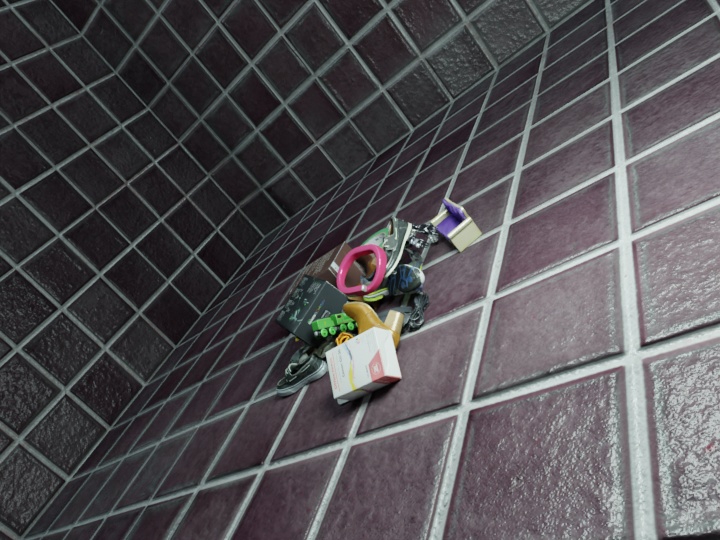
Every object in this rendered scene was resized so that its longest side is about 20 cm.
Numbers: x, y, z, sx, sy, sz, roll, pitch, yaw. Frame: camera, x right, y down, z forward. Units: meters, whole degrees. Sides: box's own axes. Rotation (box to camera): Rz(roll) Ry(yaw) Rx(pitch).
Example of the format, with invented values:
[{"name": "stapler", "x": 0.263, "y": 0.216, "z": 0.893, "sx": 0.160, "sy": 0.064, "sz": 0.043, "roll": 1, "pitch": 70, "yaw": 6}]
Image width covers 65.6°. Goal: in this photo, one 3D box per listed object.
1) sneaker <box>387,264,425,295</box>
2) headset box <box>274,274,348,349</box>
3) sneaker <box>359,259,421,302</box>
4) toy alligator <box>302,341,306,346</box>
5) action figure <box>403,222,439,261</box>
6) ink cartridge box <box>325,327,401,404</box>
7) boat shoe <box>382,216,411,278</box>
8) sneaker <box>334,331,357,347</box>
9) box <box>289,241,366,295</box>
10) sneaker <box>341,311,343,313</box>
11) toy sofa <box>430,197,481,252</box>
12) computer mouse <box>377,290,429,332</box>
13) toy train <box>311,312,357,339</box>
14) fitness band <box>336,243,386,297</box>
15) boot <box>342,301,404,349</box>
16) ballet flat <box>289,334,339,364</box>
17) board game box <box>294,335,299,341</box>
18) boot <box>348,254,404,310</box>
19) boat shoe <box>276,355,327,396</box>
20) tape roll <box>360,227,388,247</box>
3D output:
[{"name": "sneaker", "x": 0.134, "y": 0.024, "z": 1.494, "sx": 0.076, "sy": 0.077, "sz": 0.200, "roll": -4, "pitch": -5, "yaw": -15}, {"name": "headset box", "x": -0.143, "y": 0.116, "z": 1.626, "sx": 0.175, "sy": 0.092, "sz": 0.199, "roll": -58, "pitch": 24, "yaw": -10}, {"name": "sneaker", "x": 0.087, "y": 0.016, "z": 1.618, "sx": 0.198, "sy": 0.082, "sz": 0.074, "roll": -28, "pitch": 21, "yaw": -10}, {"name": "toy alligator", "x": -0.111, "y": 0.197, "z": 1.698, "sx": 0.199, "sy": 0.059, "sz": 0.054, "roll": -35, "pitch": 18, "yaw": 23}, {"name": "action figure", "x": 0.172, "y": -0.086, "z": 1.681, "sx": 0.120, "sy": 0.101, "sz": 0.200, "roll": -57, "pitch": 7, "yaw": -6}, {"name": "ink cartridge box", "x": -0.010, "y": 0.227, "z": 1.296, "sx": 0.199, "sy": 0.067, "sz": 0.118, "roll": -32, "pitch": 58, "yaw": 32}, {"name": "boat shoe", "x": 0.086, "y": -0.065, "z": 1.584, "sx": 0.072, "sy": 0.067, "sz": 0.202, "roll": -45, "pitch": 20, "yaw": 55}, {"name": "sneaker", "x": -0.034, "y": 0.197, "z": 1.500, "sx": 0.078, "sy": 0.077, "sz": 0.200, "roll": -47, "pitch": 15, "yaw": -10}, {"name": "box", "x": -0.092, "y": 0.048, "z": 1.837, "sx": 0.199, "sy": 0.166, "sz": 0.165, "roll": -30, "pitch": 20, "yaw": 33}, {"name": "sneaker", "x": -0.104, "y": 0.156, "z": 1.751, "sx": 0.199, "sy": 0.074, "sz": 0.080, "roll": -31, "pitch": 15, "yaw": 33}, {"name": "toy sofa", "x": 0.263, "y": -0.135, "z": 1.609, "sx": 0.083, "sy": 0.098, "sz": 0.200, "roll": -39, "pitch": 18, "yaw": 5}, {"name": "computer mouse", "x": 0.083, "y": 0.126, "z": 1.451, "sx": 0.199, "sy": 0.053, "sz": 0.139, "roll": -32, "pitch": 20, "yaw": 30}, {"name": "toy train", "x": -0.054, "y": 0.145, "z": 1.548, "sx": 0.198, "sy": 0.057, "sz": 0.041, "roll": -9, "pitch": -11, "yaw": -44}, {"name": "fitness band", "x": 0.000, "y": 0.000, "z": 1.580, "sx": 0.199, "sy": 0.037, "sz": 0.146, "roll": -12, "pitch": 63, "yaw": 53}, {"name": "boot", "x": 0.009, "y": 0.161, "z": 1.392, "sx": 0.199, "sy": 0.071, "sz": 0.146, "roll": 7, "pitch": 63, "yaw": 39}, {"name": "ballet flat", "x": -0.133, "y": 0.242, "z": 1.634, "sx": 0.200, "sy": 0.072, "sz": 0.072, "roll": -40, "pitch": 17, "yaw": 14}, {"name": "board game box", "x": -0.137, "y": 0.141, "z": 1.733, "sx": 0.199, "sy": 0.030, "sz": 0.096, "roll": -35, "pitch": 33, "yaw": 33}, {"name": "boot", "x": 0.016, "y": 0.027, "z": 1.736, "sx": 0.186, "sy": 0.069, "sz": 0.201, "roll": 22, "pitch": 59, "yaw": 25}, {"name": "boat shoe", "x": -0.181, "y": 0.293, "z": 1.601, "sx": 0.199, "sy": 0.071, "sz": 0.072, "roll": -34, "pitch": 19, "yaw": 28}, {"name": "tape roll", "x": 0.048, "y": -0.070, "z": 2.017, "sx": 0.200, "sy": 0.048, "sz": 0.201, "roll": -39, "pitch": 17, "yaw": 14}]
